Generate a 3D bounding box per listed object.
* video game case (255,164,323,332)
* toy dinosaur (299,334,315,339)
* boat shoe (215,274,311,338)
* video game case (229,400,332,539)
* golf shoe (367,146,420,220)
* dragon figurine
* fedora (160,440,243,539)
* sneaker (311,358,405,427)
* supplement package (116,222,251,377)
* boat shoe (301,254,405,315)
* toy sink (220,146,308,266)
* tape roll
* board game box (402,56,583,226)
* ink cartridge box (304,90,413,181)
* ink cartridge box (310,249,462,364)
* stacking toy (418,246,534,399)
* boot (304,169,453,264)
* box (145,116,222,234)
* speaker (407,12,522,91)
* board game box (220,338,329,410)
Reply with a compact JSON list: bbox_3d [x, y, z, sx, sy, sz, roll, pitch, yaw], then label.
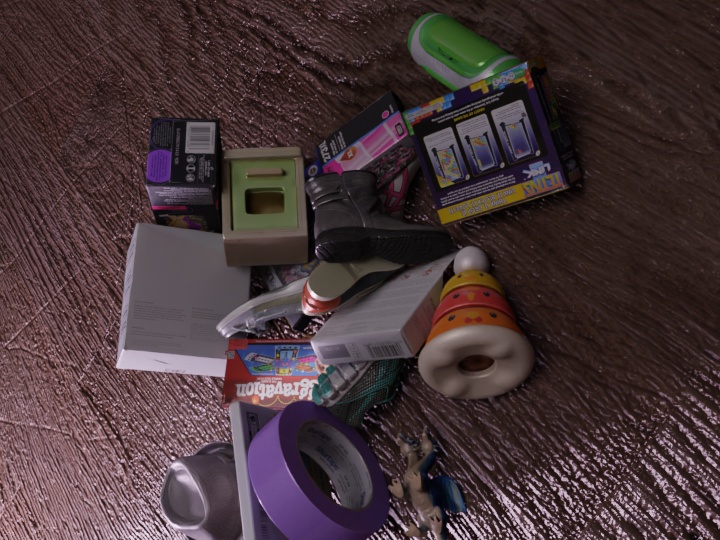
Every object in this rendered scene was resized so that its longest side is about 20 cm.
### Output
[{"bbox_3d":[-0.080,-0.036,1.517,0.201,0.025,0.181,-51,49,18],"label":"video game case"},{"bbox_3d":[-0.058,0.124,1.438,0.105,0.060,0.202,26,84,30],"label":"toy dinosaur"},{"bbox_3d":[-0.121,0.061,1.436,0.199,0.074,0.066,-23,87,3],"label":"boat shoe"},{"bbox_3d":[-0.103,0.292,1.321,0.023,0.181,0.203,-27,59,28],"label":"video game case"},{"bbox_3d":[0.029,-0.091,1.406,0.201,0.092,0.072,-53,31,-13],"label":"golf shoe"},{"bbox_3d":[0.094,0.298,1.224,0.059,0.099,0.202,-32,76,28],"label":"dragon figurine"},{"bbox_3d":[-0.244,0.356,1.493,0.199,0.090,0.179,37,102,43],"label":"fedora"},{"bbox_3d":[0.028,0.136,1.334,0.199,0.092,0.078,-40,24,-3],"label":"sneaker"},{"bbox_3d":[-0.282,0.052,1.532,0.147,0.188,0.203,140,135,-65],"label":"supplement package"},{"bbox_3d":[0.000,0.000,1.332,0.071,0.199,0.063,48,147,18],"label":"boat shoe"},{"bbox_3d":[-0.148,-0.121,1.476,0.128,0.112,0.203,-2,67,-5],"label":"toy sink"},{"bbox_3d":[-0.053,0.274,1.270,0.066,0.199,0.202,-43,52,23],"label":"tape roll"},{"bbox_3d":[0.171,-0.165,1.258,0.198,0.057,0.167,-15,99,38],"label":"board game box"},{"bbox_3d":[-0.010,-0.181,1.477,0.199,0.037,0.096,-35,54,22],"label":"ink cartridge box"},{"bbox_3d":[0.045,0.049,1.313,0.159,0.048,0.200,-11,25,40],"label":"ink cartridge box"},{"bbox_3d":[0.142,0.050,1.236,0.145,0.146,0.202,-31,41,31],"label":"stacking toy"},{"bbox_3d":[0.026,-0.081,1.313,0.070,0.197,0.133,113,155,-52],"label":"boot"},{"bbox_3d":[-0.269,-0.136,1.505,0.104,0.201,0.124,1,67,-4],"label":"box"},{"bbox_3d":[0.150,-0.293,1.350,0.089,0.088,0.200,-56,47,13],"label":"speaker"},{"bbox_3d":[-0.111,0.152,1.406,0.197,0.019,0.105,-2,72,23],"label":"board game box"}]
